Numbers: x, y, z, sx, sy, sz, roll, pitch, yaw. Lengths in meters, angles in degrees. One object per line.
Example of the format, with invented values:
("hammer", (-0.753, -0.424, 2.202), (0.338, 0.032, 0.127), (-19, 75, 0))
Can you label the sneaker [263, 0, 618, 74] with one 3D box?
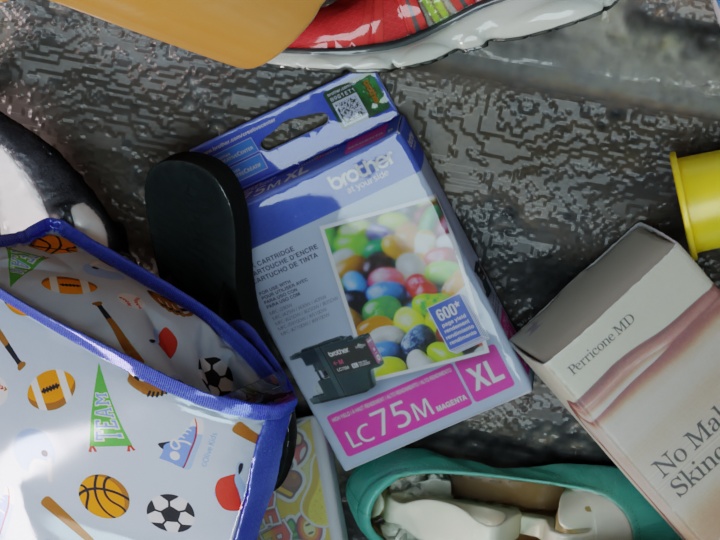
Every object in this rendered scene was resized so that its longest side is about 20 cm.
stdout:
("sneaker", (0.036, -0.154, 1.467), (0.200, 0.077, 0.085), (-15, 98, 2))

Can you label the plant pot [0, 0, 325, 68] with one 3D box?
("plant pot", (-0.100, -0.199, 1.403), (0.183, 0.200, 0.200), (30, 110, -22))

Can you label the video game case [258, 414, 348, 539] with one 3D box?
("video game case", (-0.090, 0.195, 1.565), (0.182, 0.023, 0.200), (-14, 72, 10))

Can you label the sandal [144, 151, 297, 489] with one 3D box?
("sandal", (-0.087, 0.036, 1.520), (0.075, 0.048, 0.201), (3, 115, 34))

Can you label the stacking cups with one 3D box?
("stacking cups", (0.265, -0.057, 1.482), (0.200, 0.061, 0.061), (-14, 108, 8))

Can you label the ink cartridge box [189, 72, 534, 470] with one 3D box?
("ink cartridge box", (0.000, 0.000, 1.536), (0.119, 0.042, 0.200), (-24, 105, 13))

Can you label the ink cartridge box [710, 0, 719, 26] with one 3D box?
("ink cartridge box", (0.235, -0.090, 1.389), (0.085, 0.145, 0.200), (-21, 84, 6))

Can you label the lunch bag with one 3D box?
("lunch bag", (-0.132, 0.092, 1.441), (0.200, 0.124, 0.170), (28, 116, 25))

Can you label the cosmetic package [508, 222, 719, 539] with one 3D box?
("cosmetic package", (0.186, 0.083, 1.510), (0.103, 0.087, 0.200), (-43, 102, -2))

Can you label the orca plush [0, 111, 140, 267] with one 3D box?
("orca plush", (-0.162, -0.012, 1.537), (0.105, 0.071, 0.200), (-40, 85, 31))

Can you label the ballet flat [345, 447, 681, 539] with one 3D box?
("ballet flat", (0.089, 0.142, 1.562), (0.200, 0.070, 0.067), (7, 110, 2))
